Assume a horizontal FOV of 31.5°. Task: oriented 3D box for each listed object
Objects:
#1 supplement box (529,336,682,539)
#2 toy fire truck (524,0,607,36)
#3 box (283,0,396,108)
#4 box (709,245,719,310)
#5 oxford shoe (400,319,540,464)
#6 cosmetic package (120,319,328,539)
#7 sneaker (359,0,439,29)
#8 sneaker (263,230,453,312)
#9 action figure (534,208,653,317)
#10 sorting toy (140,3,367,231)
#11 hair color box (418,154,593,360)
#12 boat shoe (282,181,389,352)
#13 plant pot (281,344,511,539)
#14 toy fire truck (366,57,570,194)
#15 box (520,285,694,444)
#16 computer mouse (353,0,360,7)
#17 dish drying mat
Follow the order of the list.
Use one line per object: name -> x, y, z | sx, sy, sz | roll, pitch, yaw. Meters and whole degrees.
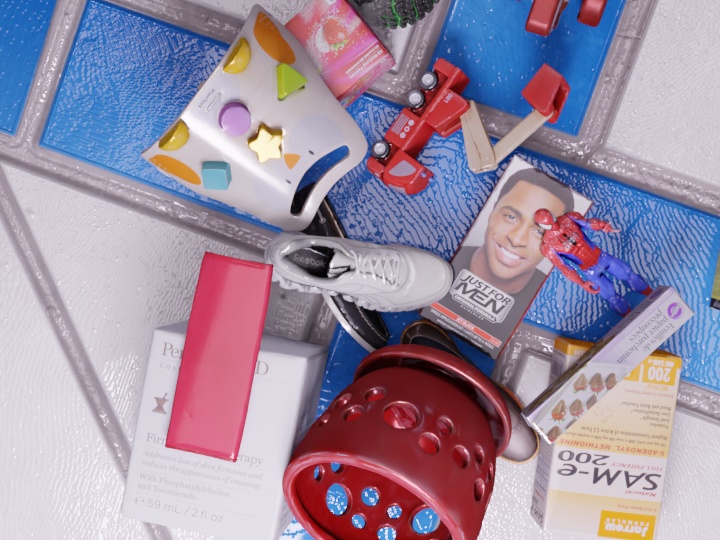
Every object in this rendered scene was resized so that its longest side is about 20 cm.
supplement box -> 0.260, 0.179, 1.359 | 0.126, 0.074, 0.200 | 7, 93, -4
toy fire truck -> 0.218, -0.337, 1.301 | 0.112, 0.168, 0.200 | 21, 104, 5
box -> -0.069, -0.201, 1.381 | 0.200, 0.095, 0.100 | -40, 88, 6
box -> 0.414, -0.052, 1.345 | 0.050, 0.075, 0.200 | 9, 92, 4
oxford shoe -> 0.116, 0.139, 1.382 | 0.200, 0.073, 0.071 | 43, 95, 0
cosmetic package -> -0.141, 0.168, 1.367 | 0.167, 0.166, 0.200 | 10, 92, 6
sneaker -> 0.062, -0.332, 1.357 | 0.085, 0.078, 0.200 | 36, 63, 14
sneaker -> 0.000, 0.000, 1.324 | 0.200, 0.081, 0.075 | 6, 84, -7
action figure -> 0.259, 0.004, 1.315 | 0.200, 0.099, 0.065 | 38, 91, -19
sorting toy -> -0.094, -0.135, 1.305 | 0.180, 0.107, 0.200 | 36, 98, -16
hair color box -> 0.156, -0.014, 1.380 | 0.101, 0.061, 0.200 | 30, 94, 5
boat shoe -> -0.019, -0.004, 1.397 | 0.060, 0.074, 0.200 | -34, 80, 11
plant pot -> 0.044, 0.185, 1.293 | 0.200, 0.201, 0.183 | 25, 52, 5
toy fire truck -> 0.114, -0.152, 1.368 | 0.141, 0.049, 0.200 | 37, 95, 21
box -> 0.250, 0.095, 1.299 | 0.200, 0.041, 0.039 | -42, 95, -1
computer mouse -> -0.035, -0.339, 1.349 | 0.200, 0.140, 0.046 | 42, 100, 3
dish drying mat -> -0.140, 0.086, 1.273 | 0.077, 0.018, 0.200 | 11, 92, 7
